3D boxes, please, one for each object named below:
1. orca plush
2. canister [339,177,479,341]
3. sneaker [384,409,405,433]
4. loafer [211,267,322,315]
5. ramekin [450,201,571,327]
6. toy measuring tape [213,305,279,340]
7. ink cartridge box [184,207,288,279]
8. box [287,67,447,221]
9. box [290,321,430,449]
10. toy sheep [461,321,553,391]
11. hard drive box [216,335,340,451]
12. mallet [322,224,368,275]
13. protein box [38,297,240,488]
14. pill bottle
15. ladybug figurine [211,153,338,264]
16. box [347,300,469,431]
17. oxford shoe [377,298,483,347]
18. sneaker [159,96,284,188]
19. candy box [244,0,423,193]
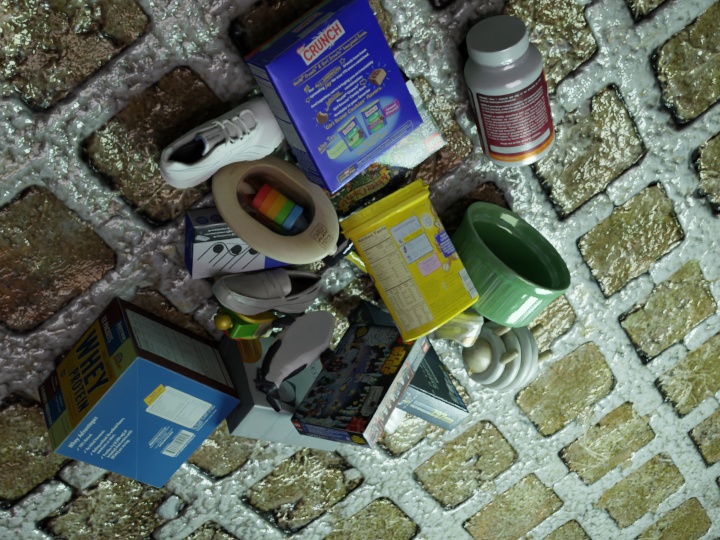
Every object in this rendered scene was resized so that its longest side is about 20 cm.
[{"bbox_3d":[-0.100,0.141,1.637,0.104,0.201,0.071,22,132,-3],"label":"orca plush"},{"bbox_3d":[0.075,-0.015,1.602,0.148,0.201,0.086,-30,-177,-37],"label":"canister"},{"bbox_3d":[0.028,0.199,1.869,0.089,0.075,0.200,-46,140,-5],"label":"sneaker"},{"bbox_3d":[-0.135,0.023,1.609,0.199,0.070,0.070,0,137,-54],"label":"loafer"},{"bbox_3d":[0.223,-0.005,1.714,0.199,0.201,0.098,14,126,-36],"label":"ramekin"},{"bbox_3d":[-0.157,0.067,1.673,0.199,0.074,0.074,-3,131,-55],"label":"toy measuring tape"},{"bbox_3d":[-0.152,-0.050,1.578,0.198,0.044,0.095,-9,131,-22],"label":"ink cartridge box"},{"bbox_3d":[0.013,-0.178,1.567,0.199,0.038,0.137,-36,134,3],"label":"box"},{"bbox_3d":[0.001,0.166,1.622,0.201,0.136,0.040,-58,136,-33],"label":"box"},{"bbox_3d":[0.253,0.146,1.895,0.199,0.138,0.138,10,121,-39],"label":"toy sheep"},{"bbox_3d":[-0.120,0.187,1.703,0.199,0.157,0.077,16,128,-37],"label":"hard drive box"},{"bbox_3d":[0.000,0.000,1.709,0.066,0.041,0.200,-37,138,4],"label":"mallet"},{"bbox_3d":[-0.327,0.185,1.610,0.199,0.135,0.199,-47,133,14],"label":"protein box"},{"bbox_3d":[0.211,-0.256,1.558,0.112,0.113,0.201,-27,134,-6],"label":"pill bottle"},{"bbox_3d":[-0.119,-0.080,1.504,0.136,0.200,0.072,-52,-178,-26],"label":"ladybug figurine"},{"bbox_3d":[0.076,0.153,1.755,0.157,0.201,0.051,28,113,-40],"label":"box"},{"bbox_3d":[0.104,0.079,1.720,0.075,0.199,0.058,-5,105,-50],"label":"oxford shoe"},{"bbox_3d":[-0.173,-0.171,1.427,0.199,0.075,0.087,-32,177,-5],"label":"sneaker"},{"bbox_3d":[-0.032,-0.234,1.418,0.169,0.077,0.201,-38,124,-16],"label":"candy box"}]
